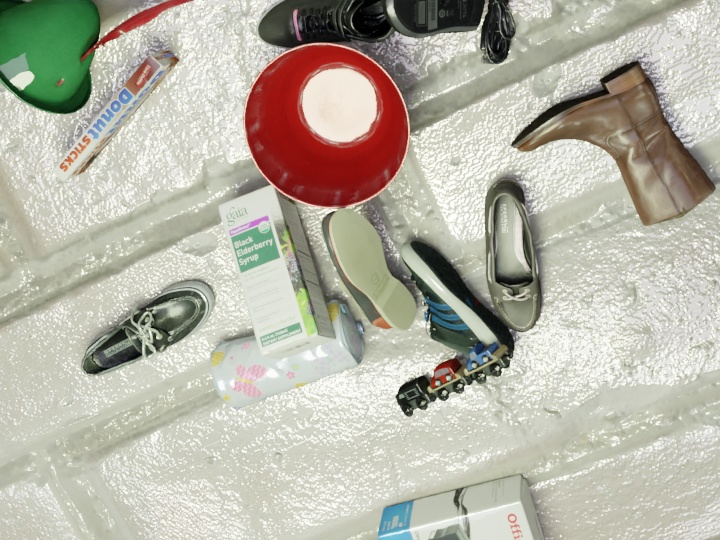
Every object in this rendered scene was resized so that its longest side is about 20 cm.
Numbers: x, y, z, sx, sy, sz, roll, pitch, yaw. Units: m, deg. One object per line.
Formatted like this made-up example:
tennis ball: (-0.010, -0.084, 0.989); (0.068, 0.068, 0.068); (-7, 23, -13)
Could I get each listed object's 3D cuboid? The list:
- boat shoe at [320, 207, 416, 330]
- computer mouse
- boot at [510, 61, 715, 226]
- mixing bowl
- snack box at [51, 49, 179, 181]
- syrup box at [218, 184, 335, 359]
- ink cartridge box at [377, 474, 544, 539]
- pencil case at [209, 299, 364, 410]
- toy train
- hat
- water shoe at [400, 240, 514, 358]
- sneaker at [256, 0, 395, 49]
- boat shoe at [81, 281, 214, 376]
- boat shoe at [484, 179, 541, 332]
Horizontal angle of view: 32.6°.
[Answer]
boat shoe: (0.000, 0.000, 1.523); (0.062, 0.071, 0.200); (12, 147, 44)
computer mouse: (0.094, -0.309, 1.420); (0.053, 0.200, 0.139); (20, 110, 49)
boot: (0.306, -0.122, 1.483); (0.186, 0.064, 0.200); (-28, 104, 17)
mixing bowl: (-0.033, -0.186, 1.480); (0.200, 0.108, 0.201); (3, 113, 7)
snack box: (-0.307, -0.194, 1.543); (0.024, 0.072, 0.200); (43, 107, -3)
syrup box: (-0.104, 0.002, 1.526); (0.079, 0.081, 0.200); (-20, 77, 13)
ink cartridge box: (0.140, 0.371, 1.629); (0.200, 0.084, 0.145); (-17, 103, 12)
pencil case: (-0.096, 0.110, 1.592); (0.200, 0.083, 0.091); (-22, 95, 14)
toy train: (0.115, 0.134, 1.556); (0.200, 0.034, 0.046); (-31, 93, 42)
hat: (-0.328, -0.304, 1.457); (0.176, 0.200, 0.166); (-32, 108, 28)
water shoe: (0.106, 0.053, 1.553); (0.079, 0.072, 0.200); (-41, 94, 24)
sneaker: (-0.036, -0.300, 1.459); (0.199, 0.099, 0.071); (-7, 106, 11)
boat shoe: (-0.283, 0.080, 1.619); (0.199, 0.068, 0.074); (-24, 101, 14)
boat shoe: (0.186, -0.013, 1.529); (0.067, 0.057, 0.201); (-6, 104, 10)
